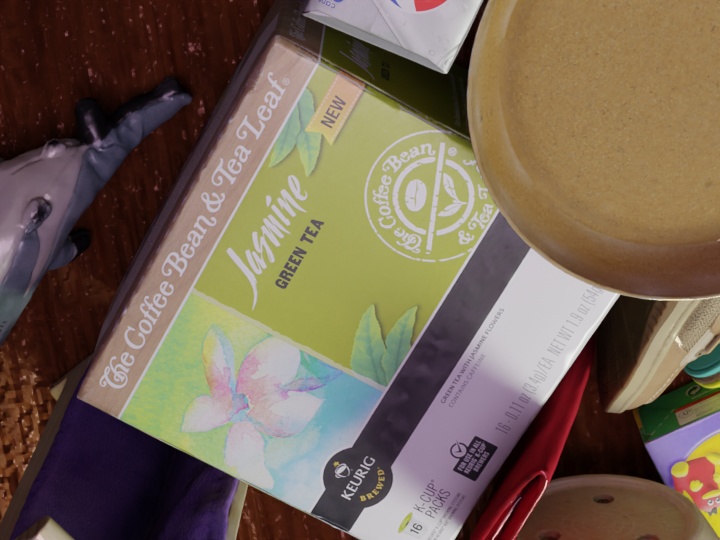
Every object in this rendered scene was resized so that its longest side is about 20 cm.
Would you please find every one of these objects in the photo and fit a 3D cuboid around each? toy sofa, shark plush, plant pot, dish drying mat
[{"bbox_3d":[-0.113,0.103,0.827,0.098,0.200,0.083,-37,107,20],"label":"toy sofa"},{"bbox_3d":[-0.168,-0.024,0.853,0.091,0.083,0.200,29,82,30],"label":"shark plush"},{"bbox_3d":[0.140,-0.082,0.695,0.200,0.027,0.200,-3,118,-5],"label":"plant pot"},{"bbox_3d":[0.083,0.089,0.825,0.018,0.200,0.077,31,110,6],"label":"dish drying mat"}]

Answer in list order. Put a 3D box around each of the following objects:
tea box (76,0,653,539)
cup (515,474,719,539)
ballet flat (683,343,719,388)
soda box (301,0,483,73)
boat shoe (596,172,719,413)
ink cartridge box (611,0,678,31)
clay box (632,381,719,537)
[{"bbox_3d":[0.000,0.000,0.820,0.197,0.134,0.200,27,109,-9],"label":"tea box"},{"bbox_3d":[0.122,0.189,0.867,0.200,0.200,0.143,-4,109,1],"label":"cup"},{"bbox_3d":[0.236,-0.020,0.856,0.067,0.067,0.200,16,111,-26],"label":"ballet flat"},{"bbox_3d":[0.018,-0.149,0.725,0.063,0.200,0.068,22,109,-9],"label":"soda box"},{"bbox_3d":[0.166,0.011,0.826,0.064,0.071,0.200,6,147,-10],"label":"boat shoe"},{"bbox_3d":[0.151,-0.218,0.729,0.084,0.146,0.200,37,106,-14],"label":"ink cartridge box"},{"bbox_3d":[0.242,0.140,0.926,0.115,0.048,0.200,-26,109,10],"label":"clay box"}]
